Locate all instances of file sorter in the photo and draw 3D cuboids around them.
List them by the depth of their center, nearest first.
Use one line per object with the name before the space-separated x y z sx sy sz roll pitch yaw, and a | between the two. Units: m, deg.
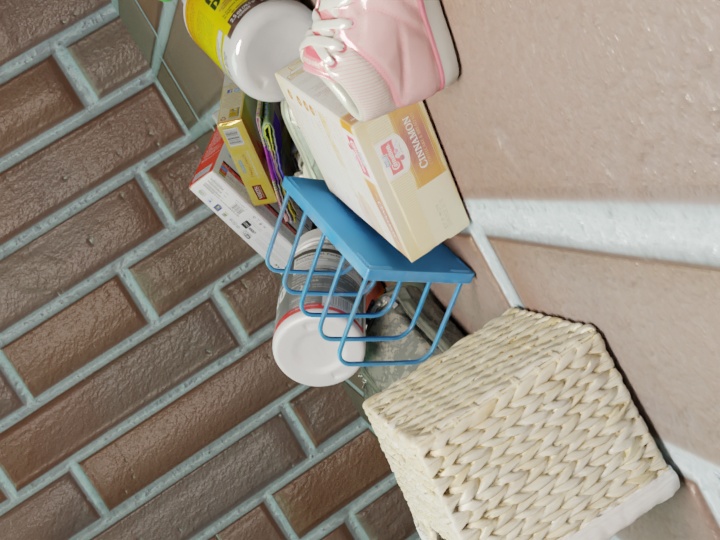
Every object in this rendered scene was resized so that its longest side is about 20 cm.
file sorter | 0.000 0.000 1.042 0.200 0.137 0.124 48 126 46

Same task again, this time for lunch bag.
lunch bag | 0.088 0.132 1.188 0.200 0.138 0.169 49 151 41

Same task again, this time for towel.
towel | -0.102 -0.174 1.230 0.201 0.022 0.145 79 -170 -53

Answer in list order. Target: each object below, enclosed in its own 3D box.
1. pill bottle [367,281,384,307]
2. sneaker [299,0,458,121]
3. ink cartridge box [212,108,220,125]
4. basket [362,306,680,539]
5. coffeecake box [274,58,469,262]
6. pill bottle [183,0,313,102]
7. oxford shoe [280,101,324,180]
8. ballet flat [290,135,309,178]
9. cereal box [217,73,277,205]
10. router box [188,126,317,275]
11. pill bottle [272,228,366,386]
pill bottle | -0.018 0.039 1.484 0.201 0.112 0.112 60 170 -20
sneaker | -0.006 -0.197 0.672 0.075 0.104 0.201 47 165 55
ink cartridge box | -0.151 -0.174 1.562 0.146 0.084 0.201 48 168 45
basket | 0.127 0.154 0.836 0.162 0.199 0.198 61 170 -9
coffeecake box | 0.008 -0.122 0.931 0.200 0.073 0.154 45 164 54
pill bottle | -0.126 -0.270 1.035 0.200 0.109 0.110 47 167 46
oxford shoe | -0.027 -0.133 1.128 0.057 0.075 0.201 -2 130 37
ballet flat | -0.048 -0.107 1.265 0.073 0.073 0.201 47 164 47
cereal box | -0.140 -0.207 1.258 0.145 0.039 0.202 68 -163 -47
router box | -0.132 -0.112 1.331 0.200 0.049 0.180 44 -146 -25
pill bottle | -0.049 0.040 1.201 0.201 0.113 0.115 -89 -24 -55
